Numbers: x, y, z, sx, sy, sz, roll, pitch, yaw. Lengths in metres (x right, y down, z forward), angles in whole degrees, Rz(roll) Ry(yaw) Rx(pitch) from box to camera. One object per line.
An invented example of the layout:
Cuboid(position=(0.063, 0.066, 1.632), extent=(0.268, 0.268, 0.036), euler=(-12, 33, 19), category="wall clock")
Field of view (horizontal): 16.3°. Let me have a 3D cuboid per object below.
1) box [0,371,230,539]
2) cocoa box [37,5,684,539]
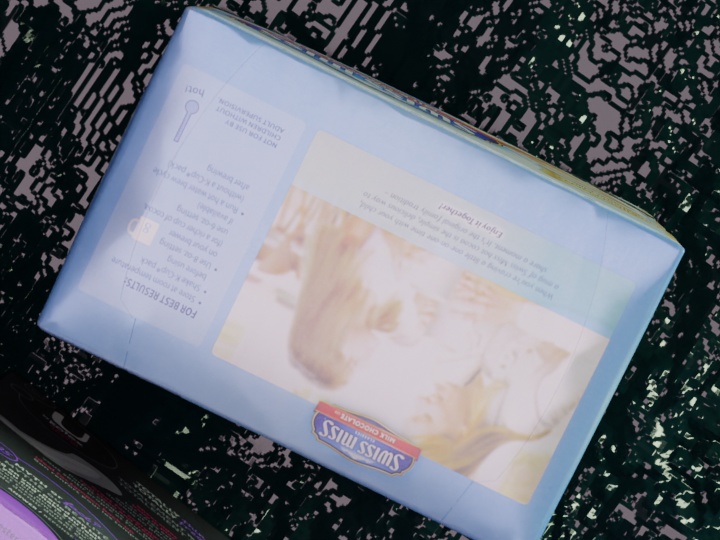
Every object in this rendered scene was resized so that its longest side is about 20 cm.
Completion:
Cuboid(position=(-0.125, 0.124, 0.919), extent=(0.122, 0.200, 0.106), euler=(39, 94, -3), category="box")
Cuboid(position=(0.000, 0.000, 0.942), extent=(0.200, 0.131, 0.134), euler=(26, 95, -2), category="cocoa box")
